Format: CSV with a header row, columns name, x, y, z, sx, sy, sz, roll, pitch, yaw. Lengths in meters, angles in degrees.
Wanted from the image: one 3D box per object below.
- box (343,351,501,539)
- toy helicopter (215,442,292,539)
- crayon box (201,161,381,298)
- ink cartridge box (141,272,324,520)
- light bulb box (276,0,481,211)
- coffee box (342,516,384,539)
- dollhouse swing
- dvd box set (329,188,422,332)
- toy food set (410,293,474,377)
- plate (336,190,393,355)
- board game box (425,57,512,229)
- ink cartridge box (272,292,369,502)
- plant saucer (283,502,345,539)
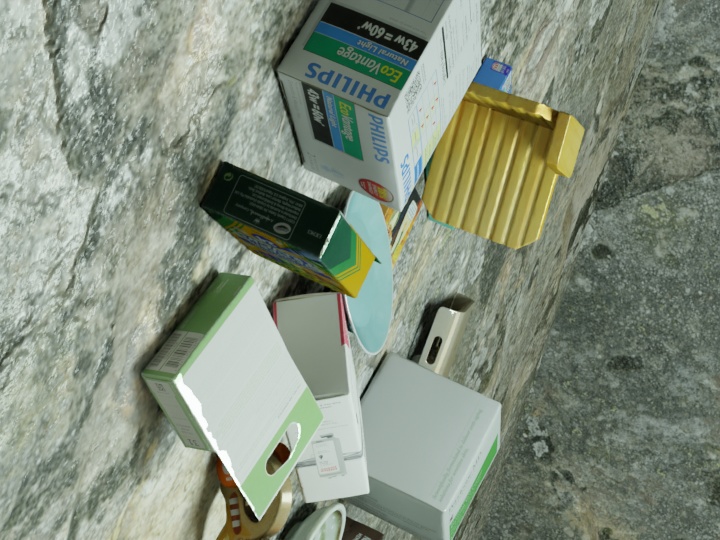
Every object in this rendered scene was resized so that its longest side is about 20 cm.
name,x,y,z,sx,sy,sz,roll,pitch,yaw
box,0.086,0.273,2.064,0.200,0.199,0.172,-58,160,-25
toy helicopter,-0.131,0.299,1.563,0.078,0.133,0.201,2,132,-42
crayon box,-0.061,-0.032,1.318,0.052,0.125,0.200,-64,163,-7
ink cartridge box,-0.119,0.124,1.343,0.146,0.048,0.201,-55,136,-37
light bulb box,0.026,-0.204,1.372,0.201,0.124,0.199,-61,163,-19
coffee box,-0.040,0.510,2.185,0.113,0.079,0.201,-35,145,-60
dollhouse swing,0.157,-0.134,1.737,0.177,0.199,0.182,-70,164,4
dvd box set,0.018,-0.023,1.755,0.201,0.029,0.146,-65,164,-9
toy food set,0.132,0.116,2.280,0.200,0.060,0.145,-29,139,-77
plate,0.000,0.000,1.613,0.200,0.025,0.202,-5,90,-72
board game box,0.157,-0.181,1.962,0.201,0.045,0.152,-61,163,-24
ink cartridge box,-0.044,0.145,1.543,0.201,0.082,0.147,81,2,-49
plant saucer,-0.087,0.420,1.971,0.201,0.050,0.201,-56,160,-33
